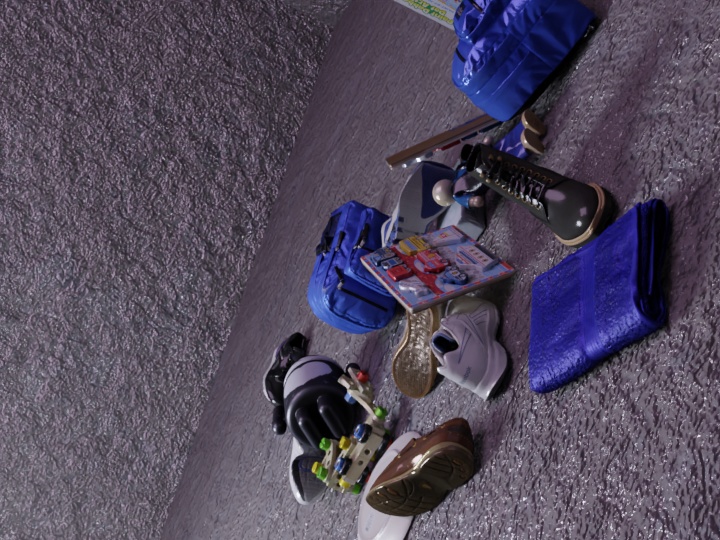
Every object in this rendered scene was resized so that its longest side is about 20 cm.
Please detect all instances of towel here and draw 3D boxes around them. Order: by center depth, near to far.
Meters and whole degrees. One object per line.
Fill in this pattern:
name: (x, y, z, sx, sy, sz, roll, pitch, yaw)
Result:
towel: (0.234, 0.028, 0.998, 0.200, 0.049, 0.149, -49, 22, 53)

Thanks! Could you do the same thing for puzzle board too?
puzzle board: (0.099, -0.010, 1.328, 0.200, 0.149, 0.018, -133, 26, -62)
puzzle board: (0.134, -0.205, 1.542, 0.198, 0.018, 0.151, -23, 10, 3)

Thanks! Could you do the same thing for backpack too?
backpack: (0.210, -0.332, 1.410, 0.201, 0.167, 0.163, -55, 10, 20)
backpack: (0.000, 0.000, 1.671, 0.203, 0.161, 0.168, -68, 13, -13)

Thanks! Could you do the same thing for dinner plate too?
dinner plate: (0.035, 0.317, 1.362, 0.200, 0.024, 0.203, -158, 89, -77)

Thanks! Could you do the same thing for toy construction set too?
toy construction set: (-0.009, 0.257, 1.506, 0.131, 0.091, 0.203, -104, 28, -68)

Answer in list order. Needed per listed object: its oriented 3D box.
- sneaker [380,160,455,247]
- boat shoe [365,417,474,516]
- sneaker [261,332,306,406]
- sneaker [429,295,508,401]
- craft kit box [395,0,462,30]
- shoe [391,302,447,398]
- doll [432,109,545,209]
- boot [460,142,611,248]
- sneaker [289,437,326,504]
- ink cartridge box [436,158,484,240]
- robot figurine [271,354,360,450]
sneaker: (0.075, -0.081, 1.542, 0.115, 0.079, 0.202, -119, 48, -72)
boat shoe: (0.077, 0.248, 1.221, 0.200, 0.071, 0.068, -45, 19, 43)
sneaker: (-0.165, 0.216, 2.196, 0.088, 0.075, 0.201, -50, 21, 33)
sneaker: (0.130, 0.081, 1.237, 0.201, 0.086, 0.075, -96, 30, -66)
craft kit box: (0.180, -0.497, 1.729, 0.197, 0.198, 0.049, -28, 42, 70)
shoe: (0.089, 0.100, 1.365, 0.053, 0.069, 0.202, -42, -29, -40)
doll: (0.180, -0.151, 1.412, 0.199, 0.048, 0.138, -36, 31, 40)
boot: (0.197, -0.094, 1.146, 0.078, 0.137, 0.200, -65, 15, 5)
sneaker: (-0.089, 0.352, 1.688, 0.200, 0.073, 0.088, -94, 17, -74)
ink cartridge box: (0.126, -0.055, 1.548, 0.201, 0.047, 0.161, -55, 19, 35)
robot figurine: (-0.075, 0.226, 1.705, 0.200, 0.148, 0.127, -107, 26, -69)
